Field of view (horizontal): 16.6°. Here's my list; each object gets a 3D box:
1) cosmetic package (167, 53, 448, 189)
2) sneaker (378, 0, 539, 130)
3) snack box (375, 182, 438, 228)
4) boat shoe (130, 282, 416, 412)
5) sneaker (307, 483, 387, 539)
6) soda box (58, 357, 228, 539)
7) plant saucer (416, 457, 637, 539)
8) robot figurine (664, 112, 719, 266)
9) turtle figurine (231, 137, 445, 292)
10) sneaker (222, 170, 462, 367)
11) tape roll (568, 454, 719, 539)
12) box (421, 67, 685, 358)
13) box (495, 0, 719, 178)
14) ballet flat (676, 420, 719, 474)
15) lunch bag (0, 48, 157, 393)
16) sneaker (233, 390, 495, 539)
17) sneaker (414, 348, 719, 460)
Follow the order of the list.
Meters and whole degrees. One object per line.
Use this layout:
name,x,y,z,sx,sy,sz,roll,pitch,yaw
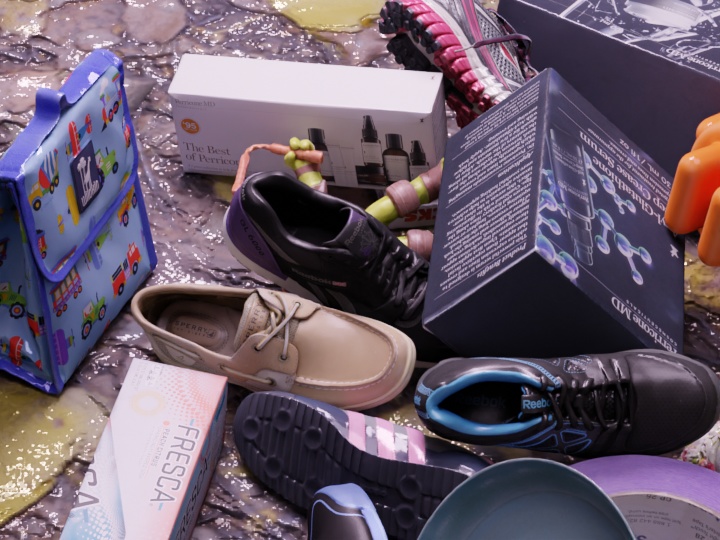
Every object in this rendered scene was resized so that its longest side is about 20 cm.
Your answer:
cosmetic package,-0.037,-0.108,1.832,0.199,0.083,0.051,5,43,14
sneaker,0.104,-0.137,1.819,0.075,0.081,0.200,-36,88,-27
snack box,0.110,-0.070,1.871,0.199,0.024,0.072,-5,41,-12
boat shoe,-0.061,0.046,1.656,0.199,0.065,0.072,11,70,25
sneaker,-0.019,0.211,1.506,0.078,0.070,0.200,0,44,-16
soda box,-0.140,0.148,1.572,0.068,0.064,0.200,11,41,6
plant saucer,0.100,0.211,1.453,0.027,0.200,0.200,13,29,-44
robot figurine,0.309,-0.062,1.727,0.199,0.117,0.144,-17,8,-29
turtle figurine,0.002,-0.014,1.766,0.161,0.064,0.200,-14,60,-7
sneaker,0.000,0.000,1.675,0.200,0.088,0.076,27,70,-3
tape roll,0.179,0.208,1.537,0.199,0.066,0.200,3,43,-3
box,0.136,-0.011,1.697,0.148,0.107,0.200,39,36,-25
box,0.222,-0.161,1.901,0.200,0.104,0.182,23,34,19
ballet flat,0.288,0.108,1.598,0.199,0.064,0.076,-23,78,12
lunch bag,-0.210,-0.046,1.677,0.094,0.200,0.151,19,44,15
sneaker,0.012,0.130,1.622,0.200,0.070,0.082,23,15,26
sneaker,0.133,0.090,1.583,0.199,0.074,0.082,-3,0,5
